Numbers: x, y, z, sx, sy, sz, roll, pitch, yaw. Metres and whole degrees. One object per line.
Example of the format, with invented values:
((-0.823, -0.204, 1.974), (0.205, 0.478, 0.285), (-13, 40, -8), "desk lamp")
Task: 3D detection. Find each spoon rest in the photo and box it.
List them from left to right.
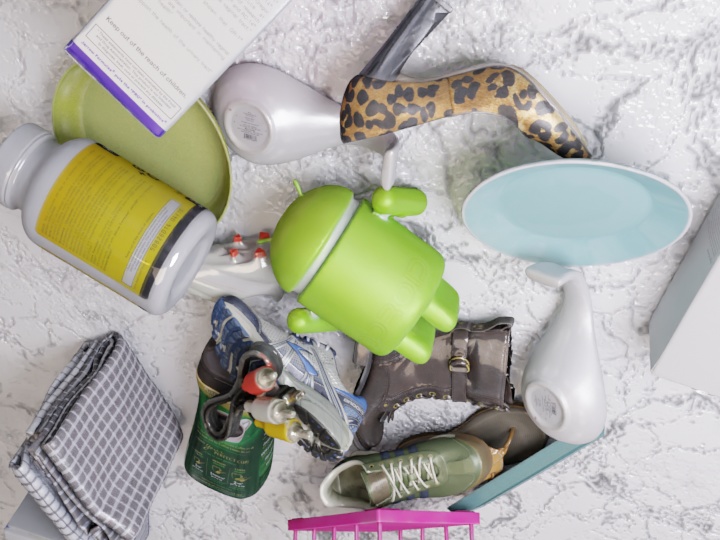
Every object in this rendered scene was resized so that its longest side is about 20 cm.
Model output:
((-0.050, -0.129, 0.844), (0.197, 0.061, 0.101), (20, 127, 17), "spoon rest")
((0.198, 0.081, 0.891), (0.099, 0.060, 0.203), (24, 131, 44), "spoon rest")

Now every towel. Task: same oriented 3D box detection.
((-0.288, 0.194, 1.033), (0.084, 0.201, 0.167), (-13, 122, 21), "towel")

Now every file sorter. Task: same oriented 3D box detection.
((0.023, 0.341, 1.029), (0.137, 0.128, 0.199), (11, 159, -31), "file sorter")

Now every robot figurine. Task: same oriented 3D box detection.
((0.000, 0.000, 0.868), (0.199, 0.116, 0.176), (34, 115, -5), "robot figurine")

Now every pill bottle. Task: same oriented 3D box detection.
((-0.243, -0.053, 0.858), (0.198, 0.112, 0.113), (31, 127, 1), "pill bottle")

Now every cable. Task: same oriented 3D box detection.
((-0.121, 0.129, 0.903), (0.198, 0.050, 0.098), (-19, 101, 47), "cable")

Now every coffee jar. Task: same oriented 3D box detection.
((-0.140, 0.160, 1.042), (0.103, 0.086, 0.202), (22, 128, 8), "coffee jar")

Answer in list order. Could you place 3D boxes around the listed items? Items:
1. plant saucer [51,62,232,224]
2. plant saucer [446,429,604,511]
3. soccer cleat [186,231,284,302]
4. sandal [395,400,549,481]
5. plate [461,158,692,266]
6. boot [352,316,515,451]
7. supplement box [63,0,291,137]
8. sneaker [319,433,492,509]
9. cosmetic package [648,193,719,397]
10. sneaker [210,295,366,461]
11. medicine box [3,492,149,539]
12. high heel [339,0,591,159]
((-0.206, -0.120, 0.885), (0.197, 0.031, 0.203), (13, 128, 17), "plant saucer")
((0.184, 0.223, 1.014), (0.200, 0.069, 0.019), (-41, 66, 34), "plant saucer")
((-0.173, 0.002, 0.954), (0.196, 0.070, 0.079), (2, 128, 10), "soccer cleat")
((0.121, 0.205, 1.023), (0.197, 0.055, 0.082), (-20, 118, 26), "sandal")
((0.187, -0.054, 0.802), (0.196, 0.026, 0.201), (6, 158, 2), "plate")
((0.077, 0.127, 0.972), (0.171, 0.070, 0.203), (10, 124, 9), "boot")
((-0.124, -0.220, 0.730), (0.200, 0.102, 0.103), (-43, 108, 15), "supplement box")
((0.041, 0.229, 0.995), (0.198, 0.089, 0.068), (-15, 91, 35), "sneaker")
((0.345, 0.014, 0.812), (0.106, 0.085, 0.202), (19, 127, 1), "cosmetic package")
((-0.072, 0.099, 0.940), (0.200, 0.085, 0.077), (48, 139, -1), "sneaker")
((-0.350, 0.332, 1.157), (0.101, 0.183, 0.203), (13, 126, 6), "medicine box")
((0.084, -0.117, 0.772), (0.199, 0.071, 0.143), (40, 101, 0), "high heel")
